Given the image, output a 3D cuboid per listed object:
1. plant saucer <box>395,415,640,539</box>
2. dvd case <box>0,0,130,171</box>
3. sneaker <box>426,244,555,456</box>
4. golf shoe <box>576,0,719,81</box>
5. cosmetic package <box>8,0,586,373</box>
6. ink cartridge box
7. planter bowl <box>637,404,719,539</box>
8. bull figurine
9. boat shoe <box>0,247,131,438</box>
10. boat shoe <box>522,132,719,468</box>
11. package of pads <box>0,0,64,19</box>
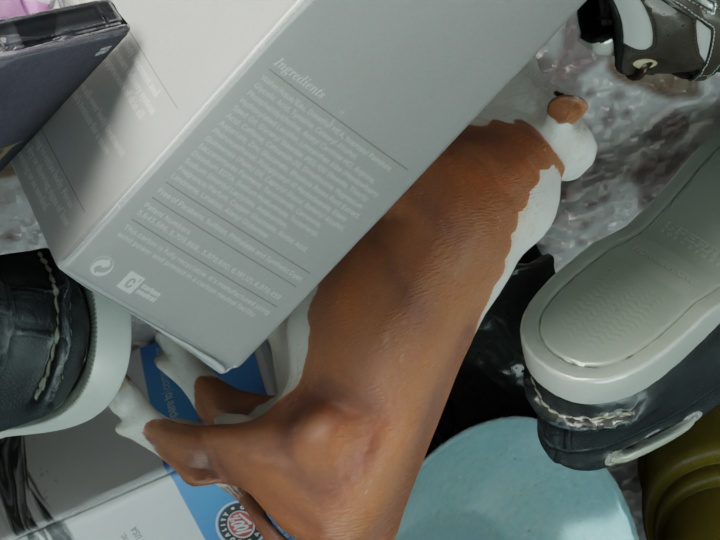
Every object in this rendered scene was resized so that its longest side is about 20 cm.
[{"bbox_3d":[0.042,0.155,0.781,0.038,0.203,0.201,2,155,42],"label":"plant saucer"},{"bbox_3d":[-0.164,0.002,0.570,0.200,0.016,0.149,-42,174,27],"label":"dvd case"},{"bbox_3d":[0.074,0.061,0.843,0.104,0.060,0.200,-30,133,15],"label":"sneaker"},{"bbox_3d":[0.125,-0.098,0.710,0.094,0.078,0.200,-32,129,25],"label":"golf shoe"},{"bbox_3d":[-0.015,-0.083,0.621,0.200,0.107,0.090,-43,134,12],"label":"cosmetic package"},{"bbox_3d":[-0.103,0.124,0.804,0.198,0.086,0.147,-22,127,2],"label":"ink cartridge box"},{"bbox_3d":[0.191,0.142,0.868,0.084,0.199,0.201,-52,150,-35],"label":"planter bowl"},{"bbox_3d":[0.000,0.000,0.709,0.120,0.201,0.065,22,168,4],"label":"bull figurine"},{"bbox_3d":[-0.152,0.037,0.686,0.060,0.076,0.200,7,153,-38],"label":"boat shoe"},{"bbox_3d":[0.138,0.000,0.765,0.199,0.076,0.061,-29,140,-20],"label":"boat shoe"},{"bbox_3d":[-0.198,-0.051,0.616,0.200,0.076,0.120,-39,131,17],"label":"package of pads"}]
